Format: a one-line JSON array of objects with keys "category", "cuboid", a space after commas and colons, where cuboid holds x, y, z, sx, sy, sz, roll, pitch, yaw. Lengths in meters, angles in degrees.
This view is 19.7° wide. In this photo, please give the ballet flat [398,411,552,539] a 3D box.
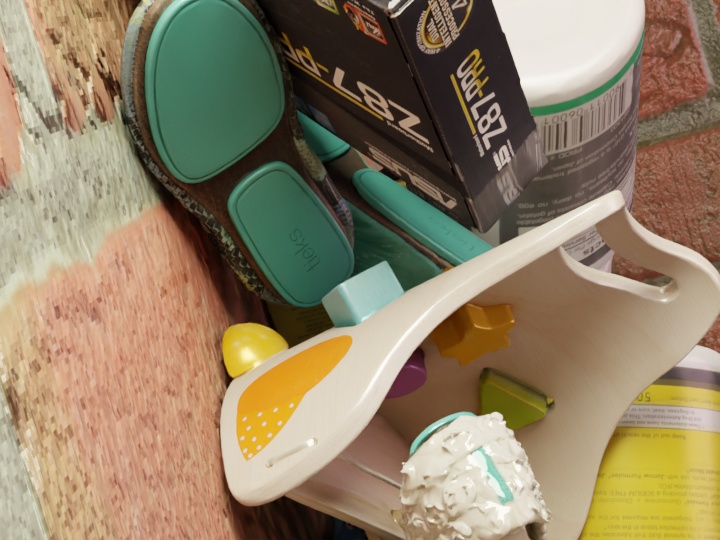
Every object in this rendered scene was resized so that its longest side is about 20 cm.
[{"category": "ballet flat", "cuboid": [0.054, 0.138, 0.843, 0.200, 0.071, 0.072, 77, 3, -50]}]

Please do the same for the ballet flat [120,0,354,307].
[{"category": "ballet flat", "cuboid": [-0.060, -0.059, 0.848, 0.200, 0.074, 0.074, 69, 9, -50]}]

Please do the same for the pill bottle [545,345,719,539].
[{"category": "pill bottle", "cuboid": [0.122, 0.138, 0.976, 0.112, 0.111, 0.201, 46, 44, -75]}]

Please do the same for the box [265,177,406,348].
[{"category": "box", "cuboid": [0.000, 0.000, 1.086, 0.200, 0.075, 0.050, -80, 154, -75]}]

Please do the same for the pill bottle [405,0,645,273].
[{"category": "pill bottle", "cuboid": [0.076, -0.060, 0.988, 0.200, 0.112, 0.113, 86, -4, -52]}]

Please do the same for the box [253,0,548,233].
[{"category": "box", "cuboid": [-0.025, -0.116, 0.821, 0.200, 0.049, 0.161, 36, -12, 28]}]

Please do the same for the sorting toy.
[{"category": "sorting toy", "cuboid": [0.058, 0.037, 0.865, 0.200, 0.180, 0.107, 32, 29, -52]}]

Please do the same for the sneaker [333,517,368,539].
[{"category": "sneaker", "cuboid": [0.024, 0.143, 0.968, 0.090, 0.078, 0.201, 38, 36, -71]}]

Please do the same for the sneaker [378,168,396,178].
[{"category": "sneaker", "cuboid": [0.042, 0.030, 1.377, 0.108, 0.067, 0.202, -6, 84, -84]}]

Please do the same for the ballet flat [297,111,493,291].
[{"category": "ballet flat", "cuboid": [-0.021, -0.032, 0.956, 0.200, 0.070, 0.067, 42, 23, 11]}]
